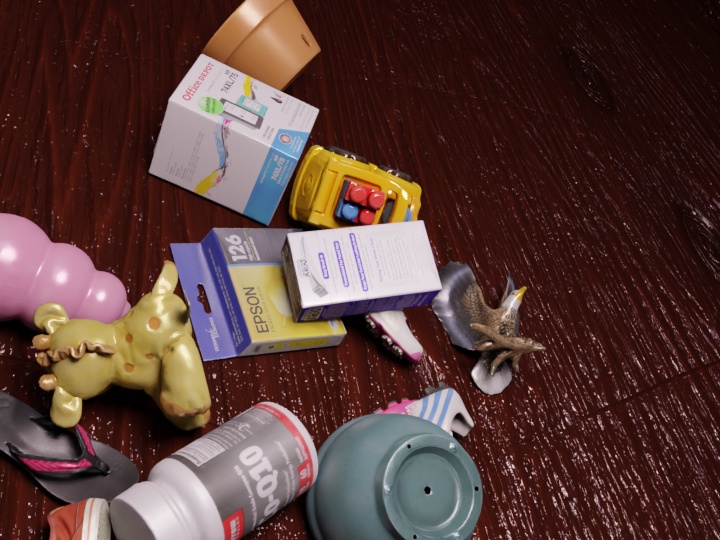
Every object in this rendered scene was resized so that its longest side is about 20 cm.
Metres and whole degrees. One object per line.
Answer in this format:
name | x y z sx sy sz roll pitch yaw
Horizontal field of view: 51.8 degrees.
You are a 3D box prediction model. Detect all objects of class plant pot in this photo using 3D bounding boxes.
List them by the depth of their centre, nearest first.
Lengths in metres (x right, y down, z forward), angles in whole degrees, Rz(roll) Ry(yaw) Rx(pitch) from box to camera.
plant pot | 0.053 0.251 0.830 0.200 0.134 0.201 8 68 -20
plant pot | -0.166 -0.390 1.308 0.140 0.200 0.200 45 41 -11

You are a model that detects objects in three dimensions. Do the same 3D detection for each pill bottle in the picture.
pill bottle | -0.151 0.232 0.787 0.200 0.114 0.114 -27 68 -43

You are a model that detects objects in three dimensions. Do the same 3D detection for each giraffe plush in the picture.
giraffe plush | -0.263 0.097 0.810 0.162 0.200 0.173 -14 53 -17

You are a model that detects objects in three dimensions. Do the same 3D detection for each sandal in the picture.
sandal | -0.326 0.184 0.777 0.200 0.045 0.075 30 42 -3

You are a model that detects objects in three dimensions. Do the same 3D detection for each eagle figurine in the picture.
eagle figurine | 0.207 0.077 1.157 0.152 0.151 0.200 63 -2 -25

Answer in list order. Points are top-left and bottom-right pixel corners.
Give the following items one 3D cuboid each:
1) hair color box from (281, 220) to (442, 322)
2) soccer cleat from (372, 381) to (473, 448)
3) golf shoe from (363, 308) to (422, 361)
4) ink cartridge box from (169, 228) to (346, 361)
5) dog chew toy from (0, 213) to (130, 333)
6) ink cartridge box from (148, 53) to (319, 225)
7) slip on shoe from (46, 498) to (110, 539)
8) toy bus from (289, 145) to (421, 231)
hair color box | 0.000 0.000 1.020 0.200 0.065 0.109 -6 68 -19
soccer cleat | 0.072 0.211 0.971 0.200 0.070 0.086 -17 61 -40
golf shoe | 0.032 0.041 1.075 0.092 0.075 0.200 -40 83 -12
ink cartridge box | -0.143 0.025 1.035 0.200 0.047 0.198 -1 53 -35
dog chew toy | -0.367 0.016 0.859 0.200 0.125 0.125 25 42 -20
ink cartridge box | -0.193 -0.199 1.133 0.200 0.146 0.147 24 43 -9
slip on shoe | -0.274 0.310 0.684 0.061 0.074 0.200 -4 51 -5
toy bus | 0.012 -0.100 1.113 0.200 0.136 0.192 17 6 -19
